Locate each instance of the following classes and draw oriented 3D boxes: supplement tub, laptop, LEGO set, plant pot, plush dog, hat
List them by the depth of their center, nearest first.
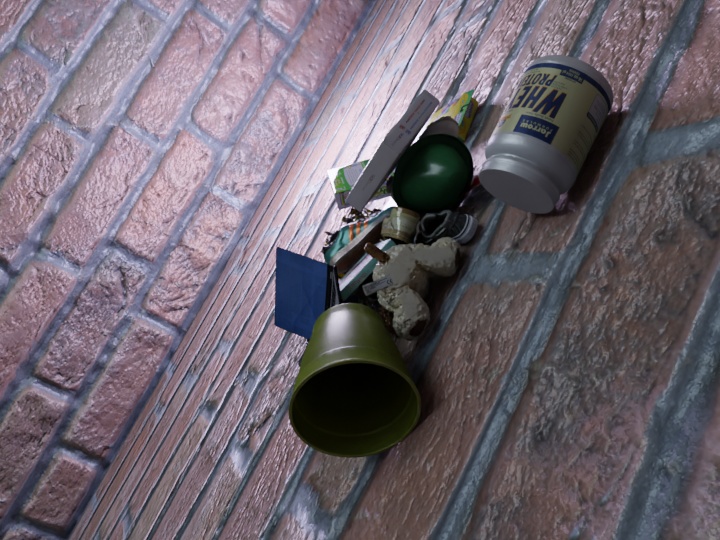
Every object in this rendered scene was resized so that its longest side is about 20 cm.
[{"bbox_3d":[0.277,-0.203,0.988,0.201,0.145,0.145,-61,20,-10],"label":"supplement tub"},{"bbox_3d":[-0.015,0.159,1.055,0.201,0.200,0.193,-49,24,24],"label":"plant pot"},{"bbox_3d":[0.168,-0.150,1.171,0.201,0.165,0.176,-66,27,18],"label":"hat"},{"bbox_3d":[0.074,0.020,1.184,0.201,0.160,0.172,-61,-7,-14],"label":"plush dog"},{"bbox_3d":[-0.104,0.085,1.234,0.200,0.115,0.188,-102,15,-59],"label":"laptop"},{"bbox_3d":[-0.040,-0.080,1.544,0.201,0.115,0.154,-66,19,-10],"label":"LEGO set"}]

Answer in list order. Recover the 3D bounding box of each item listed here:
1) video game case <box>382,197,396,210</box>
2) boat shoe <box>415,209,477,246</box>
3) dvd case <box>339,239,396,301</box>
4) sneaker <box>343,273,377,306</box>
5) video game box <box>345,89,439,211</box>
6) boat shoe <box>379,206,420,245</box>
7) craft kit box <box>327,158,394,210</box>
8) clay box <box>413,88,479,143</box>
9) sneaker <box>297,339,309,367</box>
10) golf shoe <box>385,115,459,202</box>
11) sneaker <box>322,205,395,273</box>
[{"bbox_3d":[0.090,-0.130,1.507,0.200,0.023,0.182,-55,20,12],"label":"video game case"},{"bbox_3d":[0.145,-0.081,1.224,0.072,0.071,0.200,-66,15,-17],"label":"boat shoe"},{"bbox_3d":[0.000,0.000,1.306,0.146,0.022,0.200,-46,4,-5],"label":"dvd case"},{"bbox_3d":[-0.001,0.052,1.404,0.200,0.077,0.085,-40,16,25],"label":"sneaker"},{"bbox_3d":[0.061,-0.231,1.275,0.182,0.047,0.200,-52,0,-34],"label":"video game box"},{"bbox_3d":[0.072,-0.068,1.283,0.200,0.073,0.063,87,-160,-77],"label":"boat shoe"},{"bbox_3d":[0.028,-0.213,1.509,0.196,0.049,0.200,-13,25,-2],"label":"craft kit box"},{"bbox_3d":[0.197,-0.327,1.503,0.200,0.047,0.115,-19,43,58],"label":"clay box"},{"bbox_3d":[-0.095,0.125,1.475,0.201,0.086,0.080,-61,18,-7],"label":"sneaker"},{"bbox_3d":[0.135,-0.207,1.290,0.200,0.078,0.097,-55,25,19],"label":"golf shoe"},{"bbox_3d":[0.000,-0.084,1.426,0.200,0.071,0.080,-38,55,-3],"label":"sneaker"}]
